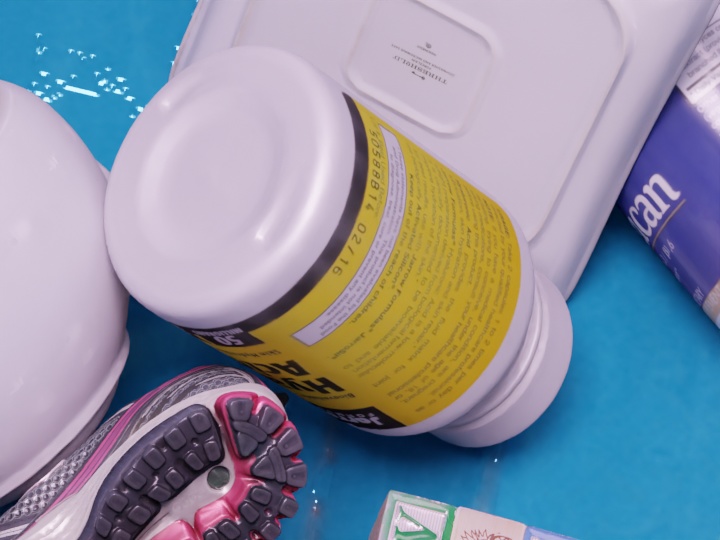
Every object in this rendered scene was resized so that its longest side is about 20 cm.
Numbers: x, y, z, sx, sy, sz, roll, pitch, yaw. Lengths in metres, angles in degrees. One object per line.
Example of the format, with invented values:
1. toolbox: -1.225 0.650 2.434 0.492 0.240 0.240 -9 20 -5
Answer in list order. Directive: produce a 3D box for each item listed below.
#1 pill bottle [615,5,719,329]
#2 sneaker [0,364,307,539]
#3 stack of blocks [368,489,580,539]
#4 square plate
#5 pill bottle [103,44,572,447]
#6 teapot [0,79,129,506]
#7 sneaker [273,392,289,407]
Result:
1. pill bottle: 0.140 -0.077 1.257 0.111 0.111 0.200 -34 75 -19
2. sneaker: -0.106 0.115 1.115 0.200 0.075 0.081 -37 111 -2
3. stack of blocks: 0.013 0.193 1.156 0.115 0.059 0.201 15 66 -2
4. square plate: 0.027 -0.093 1.206 0.199 0.199 0.028 28 42 5
5. pill bottle: 0.000 0.000 1.156 0.111 0.200 0.112 -17 60 31
6. teapot: -0.164 0.034 1.153 0.199 0.198 0.146 -32 113 8
7. sneaker: -0.071 0.148 1.163 0.104 0.060 0.201 -5 65 -4
